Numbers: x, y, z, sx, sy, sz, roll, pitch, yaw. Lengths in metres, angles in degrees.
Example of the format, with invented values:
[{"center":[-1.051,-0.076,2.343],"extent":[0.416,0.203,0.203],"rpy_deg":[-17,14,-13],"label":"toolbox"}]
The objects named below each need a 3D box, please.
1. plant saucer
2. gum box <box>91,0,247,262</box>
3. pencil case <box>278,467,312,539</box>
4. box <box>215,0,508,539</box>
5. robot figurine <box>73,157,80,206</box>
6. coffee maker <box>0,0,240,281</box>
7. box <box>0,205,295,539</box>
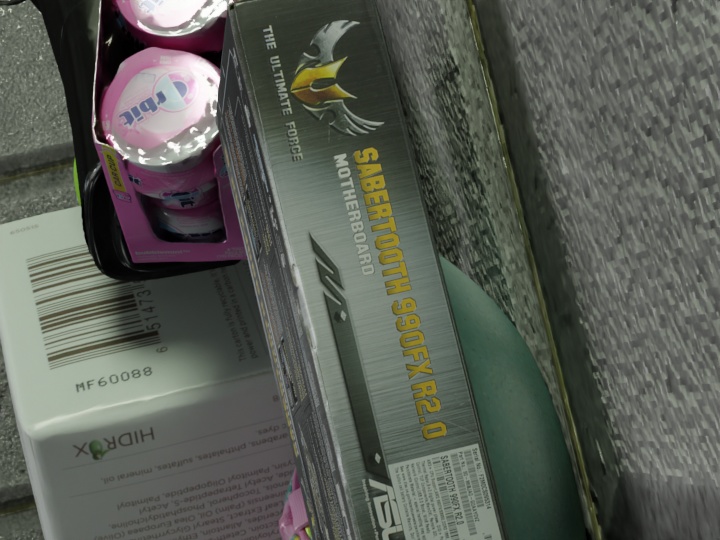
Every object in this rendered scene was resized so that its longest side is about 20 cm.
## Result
[{"center":[0.048,0.079,0.754],"extent":[0.201,0.038,0.203],"rpy_deg":[167,90,-82],"label":"plant saucer"},{"center":[-0.077,-0.108,0.939],"extent":[0.114,0.066,0.202],"rpy_deg":[81,-172,-64],"label":"gum box"},{"center":[0.005,0.170,1.053],"extent":[0.201,0.087,0.088],"rpy_deg":[88,167,-50],"label":"pencil case"},{"center":[-0.004,0.019,0.711],"extent":[0.158,0.048,0.202],"rpy_deg":[116,141,-79],"label":"box"},{"center":[-0.112,-0.066,1.307],"extent":[0.176,0.115,0.200],"rpy_deg":[60,159,-6],"label":"robot figurine"},{"center":[-0.118,-0.100,1.087],"extent":[0.135,0.191,0.201],"rpy_deg":[53,-162,-55],"label":"coffee maker"},{"center":[-0.091,0.075,1.162],"extent":[0.199,0.198,0.172],"rpy_deg":[-115,16,-54],"label":"box"}]
